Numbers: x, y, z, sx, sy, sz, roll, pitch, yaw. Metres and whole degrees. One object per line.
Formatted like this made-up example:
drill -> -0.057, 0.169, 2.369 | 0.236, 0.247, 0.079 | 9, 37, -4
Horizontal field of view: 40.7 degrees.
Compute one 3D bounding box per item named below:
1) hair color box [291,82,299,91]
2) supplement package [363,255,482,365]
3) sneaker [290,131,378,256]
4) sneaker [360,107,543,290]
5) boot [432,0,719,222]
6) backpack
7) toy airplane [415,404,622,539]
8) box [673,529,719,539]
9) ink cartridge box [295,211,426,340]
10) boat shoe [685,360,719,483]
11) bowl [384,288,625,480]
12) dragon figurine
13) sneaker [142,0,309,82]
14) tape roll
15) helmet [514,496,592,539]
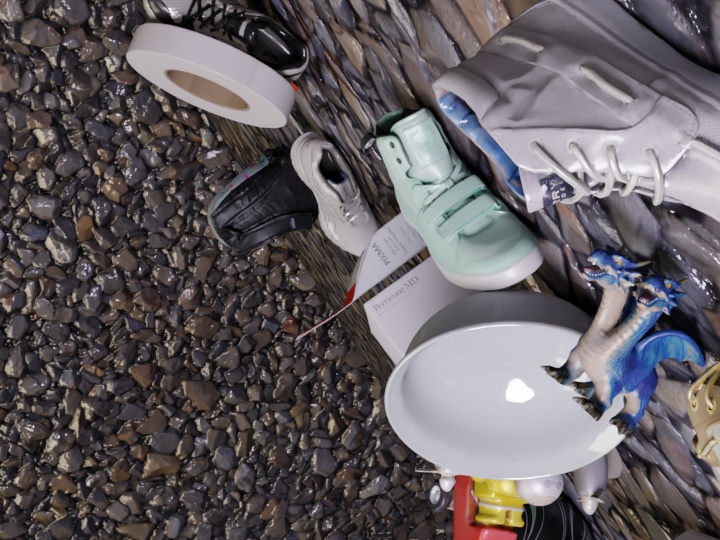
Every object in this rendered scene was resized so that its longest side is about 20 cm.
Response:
hair color box -> -0.171, -0.283, 1.237 | 0.102, 0.061, 0.200 | 51, -169, 29
supplement package -> 0.110, 0.096, 1.084 | 0.200, 0.121, 0.120 | 52, 173, 18
sneaker -> -0.028, -0.098, 1.347 | 0.200, 0.074, 0.087 | 57, 168, -20
sneaker -> 0.068, -0.065, 0.794 | 0.200, 0.074, 0.118 | 45, 166, 54
boot -> 0.116, -0.048, 0.429 | 0.200, 0.095, 0.074 | 50, 172, 40
backpack -> -0.187, -0.118, 1.812 | 0.167, 0.200, 0.127 | 56, 174, -11
toy airplane -> 0.149, 0.168, 0.917 | 0.200, 0.200, 0.141 | 66, 165, -20
box -> 0.279, 0.346, 0.781 | 0.172, 0.200, 0.199 | 53, 174, 4
ink cartridge box -> 0.000, 0.000, 1.047 | 0.047, 0.200, 0.160 | 54, 173, 1
boat shoe -> 0.205, 0.077, 0.511 | 0.066, 0.074, 0.200 | 45, 169, 29
bowl -> 0.122, 0.080, 0.801 | 0.091, 0.200, 0.201 | -83, -29, -47
dragon figurine -> 0.180, 0.052, 0.625 | 0.200, 0.099, 0.059 | 33, -168, -50
sneaker -> -0.144, -0.279, 1.090 | 0.199, 0.076, 0.088 | 22, 176, -21
tape roll -> -0.172, -0.224, 1.129 | 0.202, 0.037, 0.203 | 20, 174, 2
helmet -> 0.241, 0.407, 1.407 | 0.199, 0.191, 0.200 | 21, 137, 21
